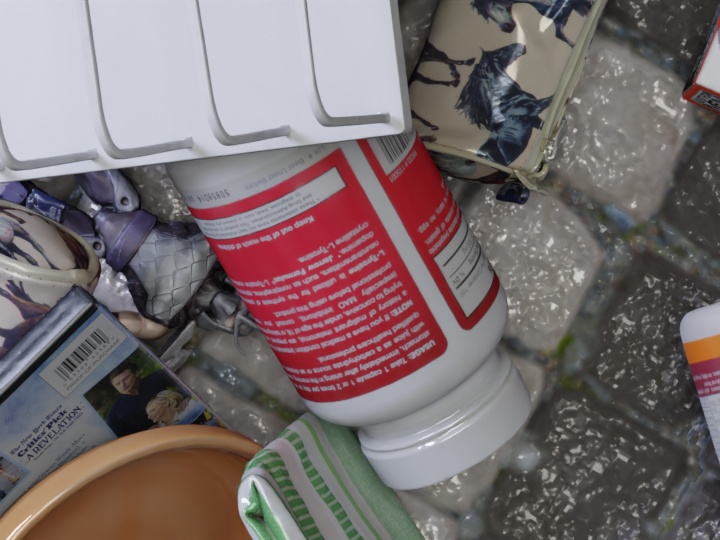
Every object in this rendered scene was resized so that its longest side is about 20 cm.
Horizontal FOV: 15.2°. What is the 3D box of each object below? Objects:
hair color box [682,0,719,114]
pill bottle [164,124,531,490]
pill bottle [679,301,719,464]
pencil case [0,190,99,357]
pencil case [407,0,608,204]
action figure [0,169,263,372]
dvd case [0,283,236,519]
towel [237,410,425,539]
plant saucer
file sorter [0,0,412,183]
[{"bbox_3d":[0.272,-0.096,1.341,0.200,0.061,0.102,22,88,1],"label":"hair color box"},{"bbox_3d":[0.000,0.000,1.289,0.112,0.112,0.200,-30,108,-2],"label":"pill bottle"},{"bbox_3d":[0.233,0.102,1.306,0.109,0.110,0.200,-17,87,-2],"label":"pill bottle"},{"bbox_3d":[-0.190,0.059,1.276,0.089,0.078,0.200,41,120,34],"label":"pencil case"},{"bbox_3d":[0.089,-0.135,1.331,0.089,0.078,0.200,22,87,17],"label":"pencil case"},{"bbox_3d":[-0.126,-0.024,1.330,0.200,0.069,0.130,36,78,-3],"label":"action figure"},{"bbox_3d":[-0.135,0.101,1.268,0.143,0.200,0.018,-44,56,-3],"label":"dvd case"},{"bbox_3d":[0.004,0.139,1.257,0.023,0.200,0.153,-34,89,13],"label":"towel"},{"bbox_3d":[-0.116,0.154,1.279,0.200,0.200,0.037,-47,49,-3],"label":"plant saucer"},{"bbox_3d":[-0.096,-0.114,1.154,0.200,0.125,0.139,-6,93,15],"label":"file sorter"}]
